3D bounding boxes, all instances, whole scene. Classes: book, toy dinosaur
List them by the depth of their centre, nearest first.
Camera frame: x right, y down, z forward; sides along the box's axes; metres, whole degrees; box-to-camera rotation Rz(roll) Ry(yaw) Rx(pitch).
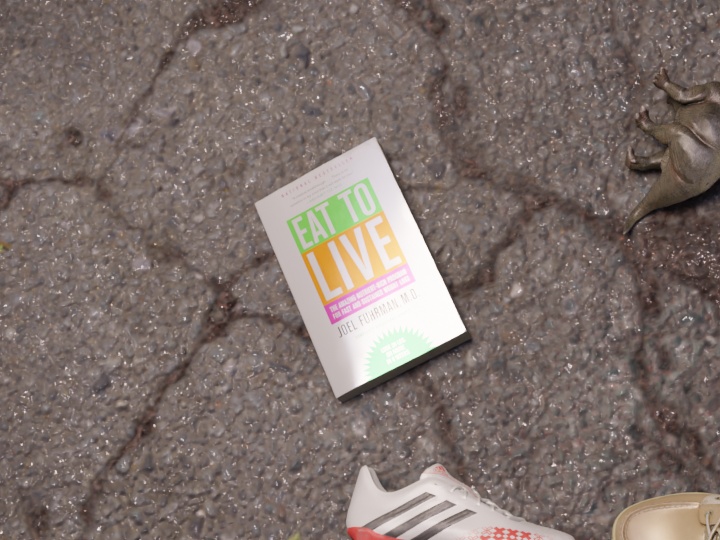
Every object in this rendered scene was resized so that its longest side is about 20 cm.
[{"bbox_3d":[0.297,-0.117,1.391,0.102,0.077,0.201,29,75,29],"label":"toy dinosaur"},{"bbox_3d":[0.000,0.000,1.423,0.132,0.048,0.202,-27,72,4],"label":"book"}]

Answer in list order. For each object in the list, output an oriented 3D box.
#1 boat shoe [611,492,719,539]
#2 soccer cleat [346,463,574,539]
[{"bbox_3d":[0.307,0.218,1.290,0.197,0.065,0.073,3,73,10],"label":"boat shoe"},{"bbox_3d":[0.084,0.209,1.330,0.197,0.069,0.086,2,77,15],"label":"soccer cleat"}]
